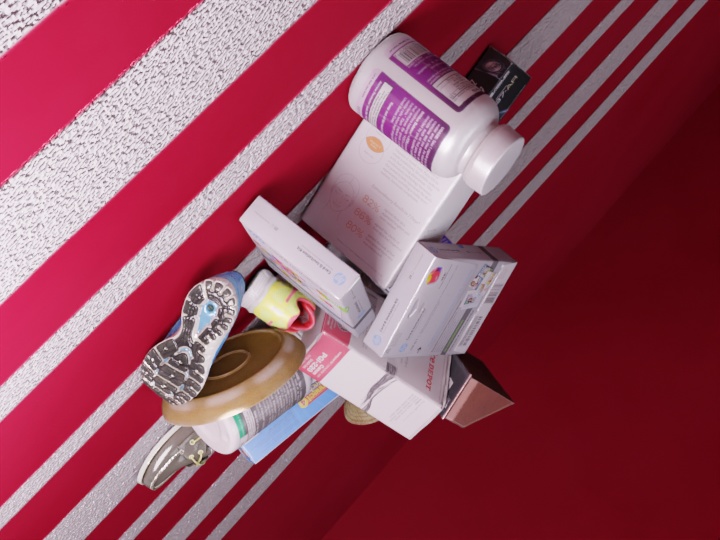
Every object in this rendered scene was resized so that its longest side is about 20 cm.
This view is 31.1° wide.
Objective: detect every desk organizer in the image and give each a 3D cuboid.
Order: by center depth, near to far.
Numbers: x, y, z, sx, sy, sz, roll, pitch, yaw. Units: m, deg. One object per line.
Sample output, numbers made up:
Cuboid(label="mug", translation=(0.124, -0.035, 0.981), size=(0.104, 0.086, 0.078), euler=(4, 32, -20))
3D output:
Cuboid(label="desk organizer", translation=(0.145, 0.164, 1.818), size=(0.072, 0.077, 0.200), euler=(-57, -167, 7))

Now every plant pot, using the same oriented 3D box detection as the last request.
Cuboid(label="plant pot", translation=(-0.164, 0.127, 1.633), size=(0.198, 0.028, 0.200), euler=(-21, -160, 8))

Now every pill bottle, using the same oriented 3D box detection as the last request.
Cuboid(label="pill bottle", translation=(0.092, -0.181, 1.528), size=(0.112, 0.200, 0.112), euler=(-46, 165, -16))
Cuboid(label="pill bottle", translation=(-0.139, 0.153, 1.787), size=(0.199, 0.113, 0.113), euler=(-35, 159, -32))

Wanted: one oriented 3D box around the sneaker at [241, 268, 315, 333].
Cuboid(label="sneaker", translation=(-0.095, 0.050, 1.742), size=(0.078, 0.090, 0.200), euler=(-56, 169, 11))

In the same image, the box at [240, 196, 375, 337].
Cuboid(label="box", translation=(-0.059, -0.001, 1.569), size=(0.041, 0.156, 0.200), euler=(-49, 166, -9))

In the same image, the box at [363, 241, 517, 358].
Cuboid(label="box", translation=(0.108, 0.040, 1.712), size=(0.199, 0.041, 0.157), euler=(0, 123, -53))

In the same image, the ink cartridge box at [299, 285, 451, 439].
Cuboid(label="ink cartridge box", translation=(0.021, 0.115, 1.772), size=(0.085, 0.199, 0.146), euler=(-49, -165, 33))

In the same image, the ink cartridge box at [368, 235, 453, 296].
Cuboid(label="ink cartridge box", translation=(0.079, -0.014, 1.893), size=(0.043, 0.200, 0.198), euler=(-51, 169, 31))

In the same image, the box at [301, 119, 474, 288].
Cuboid(label="box", translation=(0.048, -0.105, 1.681), size=(0.201, 0.152, 0.106), euler=(-55, 164, 19))

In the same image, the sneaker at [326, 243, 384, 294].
Cuboid(label="sneaker", translation=(0.000, 0.000, 1.892), size=(0.200, 0.099, 0.078), euler=(-28, 149, -60))

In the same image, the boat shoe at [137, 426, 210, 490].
Cuboid(label="boat shoe", translation=(-0.233, 0.239, 1.846), size=(0.202, 0.060, 0.072), euler=(-46, 166, -19))

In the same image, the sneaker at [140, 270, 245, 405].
Cuboid(label="sneaker", translation=(-0.190, 0.081, 1.560), size=(0.200, 0.078, 0.090), euler=(-52, 179, 28))

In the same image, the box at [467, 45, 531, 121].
Cuboid(label="box", translation=(0.169, -0.234, 1.957), size=(0.201, 0.043, 0.160), euler=(-54, 166, 10))

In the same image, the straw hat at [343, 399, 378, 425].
Cuboid(label="straw hat", translation=(0.027, 0.142, 2.060), size=(0.200, 0.085, 0.202), euler=(-33, -155, 18))

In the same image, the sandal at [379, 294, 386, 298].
Cuboid(label="sandal", translation=(0.076, 0.063, 1.903), size=(0.082, 0.202, 0.050), euler=(-18, 114, -24))

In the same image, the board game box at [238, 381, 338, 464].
Cuboid(label="board game box", translation=(-0.106, 0.209, 1.972), size=(0.199, 0.056, 0.196), euler=(-39, 179, -10))
